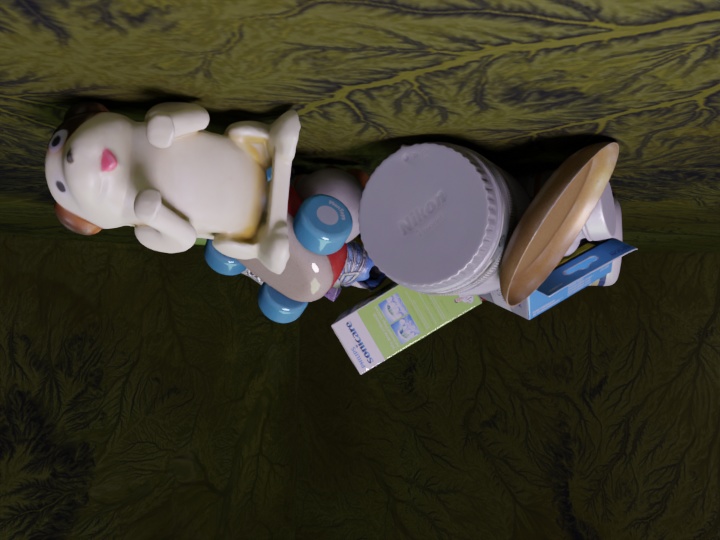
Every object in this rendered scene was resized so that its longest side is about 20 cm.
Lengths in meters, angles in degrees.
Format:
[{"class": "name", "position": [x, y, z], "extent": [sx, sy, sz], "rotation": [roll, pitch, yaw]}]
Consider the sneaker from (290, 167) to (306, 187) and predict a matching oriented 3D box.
[{"class": "sneaker", "position": [-0.112, -0.108, 0.914], "extent": [0.085, 0.078, 0.199], "rotation": [-13, 177, 41]}]

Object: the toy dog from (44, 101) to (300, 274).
[{"class": "toy dog", "position": [-0.170, -0.088, 0.609], "extent": [0.198, 0.141, 0.194], "rotation": [5, -169, -22]}]

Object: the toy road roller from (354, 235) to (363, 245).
[{"class": "toy road roller", "position": [-0.043, -0.033, 1.206], "extent": [0.198, 0.124, 0.146], "rotation": [-18, -164, 7]}]

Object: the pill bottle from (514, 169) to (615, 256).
[{"class": "pill bottle", "position": [0.219, -0.068, 0.890], "extent": [0.198, 0.112, 0.111], "rotation": [-9, 174, 32]}]

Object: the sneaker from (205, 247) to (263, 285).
[{"class": "sneaker", "position": [-0.120, -0.004, 0.944], "extent": [0.075, 0.093, 0.199], "rotation": [-33, 154, 33]}]

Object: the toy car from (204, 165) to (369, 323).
[{"class": "toy car", "position": [-0.065, -0.076, 0.832], "extent": [0.200, 0.176, 0.185], "rotation": [-46, 173, -40]}]

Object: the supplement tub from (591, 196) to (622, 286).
[{"class": "supplement tub", "position": [0.310, -0.049, 1.113], "extent": [0.198, 0.146, 0.144], "rotation": [1, 179, 12]}]

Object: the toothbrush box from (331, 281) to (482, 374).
[{"class": "toothbrush box", "position": [0.067, 0.056, 1.012], "extent": [0.199, 0.087, 0.146], "rotation": [-33, -179, 6]}]

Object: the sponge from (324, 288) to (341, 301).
[{"class": "sponge", "position": [-0.110, -0.041, 1.151], "extent": [0.199, 0.112, 0.030], "rotation": [31, -131, 11]}]

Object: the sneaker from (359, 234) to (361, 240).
[{"class": "sneaker", "position": [0.090, -0.057, 1.075], "extent": [0.198, 0.090, 0.079], "rotation": [3, 138, 15]}]

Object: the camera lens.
[{"class": "camera lens", "position": [0.104, -0.053, 0.774], "extent": [0.158, 0.162, 0.200], "rotation": [1, 179, 26]}]

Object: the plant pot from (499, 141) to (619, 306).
[{"class": "plant pot", "position": [0.205, -0.051, 0.731], "extent": [0.027, 0.201, 0.200], "rotation": [35, -167, 22]}]

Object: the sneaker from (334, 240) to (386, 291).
[{"class": "sneaker", "position": [0.000, 0.000, 1.005], "extent": [0.084, 0.078, 0.200], "rotation": [21, -179, 11]}]

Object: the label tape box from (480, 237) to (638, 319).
[{"class": "label tape box", "position": [0.256, 0.002, 0.932], "extent": [0.142, 0.067, 0.200], "rotation": [-27, -157, -14]}]
